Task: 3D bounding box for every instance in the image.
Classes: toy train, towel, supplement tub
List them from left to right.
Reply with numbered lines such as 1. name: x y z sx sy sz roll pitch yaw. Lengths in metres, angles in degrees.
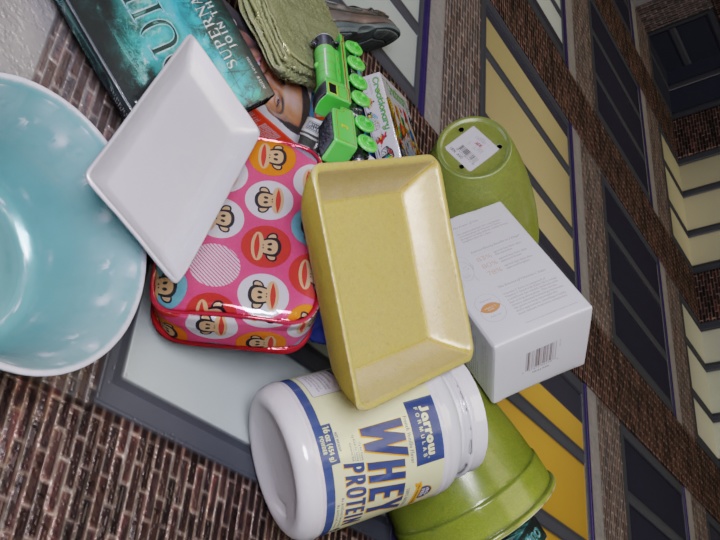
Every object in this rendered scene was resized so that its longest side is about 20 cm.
1. towel: -0.071 -0.265 0.961 0.199 0.036 0.150 -3 68 -63
2. toy train: -0.021 -0.176 0.876 0.056 0.042 0.202 18 42 -25
3. supplement tub: 0.007 0.158 0.824 0.197 0.145 0.147 -12 86 -25

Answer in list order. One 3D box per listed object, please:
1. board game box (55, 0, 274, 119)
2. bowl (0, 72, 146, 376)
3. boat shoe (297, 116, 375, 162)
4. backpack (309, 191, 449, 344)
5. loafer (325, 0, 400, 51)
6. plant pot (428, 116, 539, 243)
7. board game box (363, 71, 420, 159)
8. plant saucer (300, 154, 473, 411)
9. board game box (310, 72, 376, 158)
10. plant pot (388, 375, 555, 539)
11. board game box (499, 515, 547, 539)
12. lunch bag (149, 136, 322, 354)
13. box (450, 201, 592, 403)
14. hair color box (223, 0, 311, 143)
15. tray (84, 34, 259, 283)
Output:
1. board game box: -0.182 -0.216 0.768 0.135 0.028 0.202 -33 96 -30
2. bowl: -0.255 -0.019 0.589 0.200 0.104 0.204 33 50 -48
3. boat shoe: -0.024 -0.111 0.965 0.064 0.070 0.200 -61 155 3
4. backpack: 0.000 0.000 0.943 0.200 0.165 0.165 -125 -159 -87
5. loafer: -0.010 -0.337 1.163 0.199 0.071 0.064 -21 88 -57
6. plant pot: 0.148 -0.101 1.128 0.201 0.184 0.190 77 14 -62
7. board game box: 0.046 -0.182 1.159 0.200 0.034 0.128 -9 84 -78
8. plant saucer: 0.020 0.004 0.774 0.199 0.048 0.203 -14 94 -53
9. board game box: -0.037 -0.177 1.069 0.151 0.045 0.203 -11 86 -59
10. plant pot: 0.091 0.200 0.993 0.195 0.199 0.200 61 32 0
11. board game box: 0.091 0.334 0.906 0.028 0.199 0.135 57 31 6
12. lunch bag: -0.096 -0.028 0.786 0.082 0.173 0.203 107 -13 -59
13. box: 0.157 0.031 0.997 0.098 0.123 0.201 83 -18 -44
14. hair color box: -0.134 -0.205 0.908 0.200 0.061 0.103 37 46 -47
15. tray: -0.145 -0.092 0.680 0.108 0.022 0.201 56 34 -31
